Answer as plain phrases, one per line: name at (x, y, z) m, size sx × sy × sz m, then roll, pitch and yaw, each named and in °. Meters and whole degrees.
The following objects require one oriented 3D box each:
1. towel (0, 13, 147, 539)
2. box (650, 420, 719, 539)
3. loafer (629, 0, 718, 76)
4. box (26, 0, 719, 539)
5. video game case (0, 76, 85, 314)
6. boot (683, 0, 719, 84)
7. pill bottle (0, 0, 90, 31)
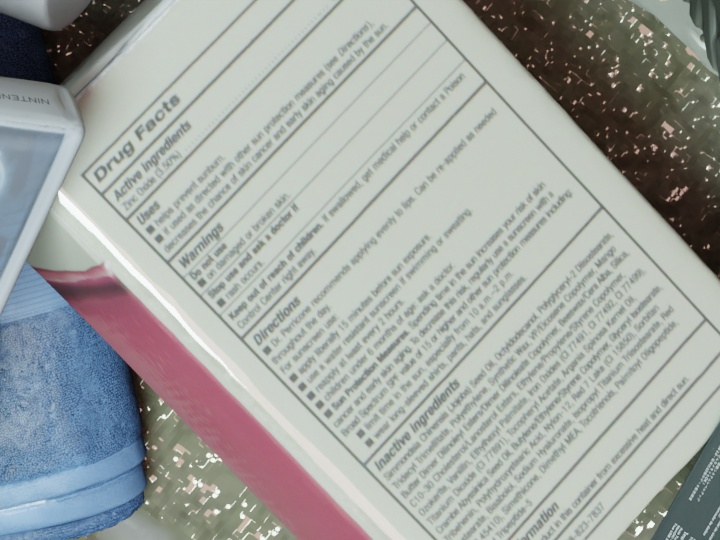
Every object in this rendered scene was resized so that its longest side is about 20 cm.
towel at (-0.139, -0.005, 0.858) m, size 0.111 × 0.049 × 0.201 m, roll -12°, pitch 104°, yaw 5°
box at (0.178, 0.036, 0.808) m, size 0.044 × 0.160 × 0.201 m, roll 40°, pitch 107°, yaw 38°
loafer at (0.091, -0.117, 0.816) m, size 0.200 × 0.070 × 0.070 m, roll 36°, pitch 67°, yaw -2°
box at (0.000, 0.000, 0.803) m, size 0.200 × 0.109 × 0.128 m, roll 46°, pitch 77°, yaw -9°
video game case at (-0.188, 0.022, 0.709) m, size 0.181 × 0.023 × 0.200 m, roll 5°, pitch 130°, yaw -32°
boot at (0.182, -0.098, 0.732) m, size 0.199 × 0.182 × 0.073 m, roll -2°, pitch 131°, yaw -17°
pill bottle at (-0.162, -0.142, 0.777) m, size 0.199 × 0.109 × 0.109 m, roll 22°, pitch 105°, yaw 6°
